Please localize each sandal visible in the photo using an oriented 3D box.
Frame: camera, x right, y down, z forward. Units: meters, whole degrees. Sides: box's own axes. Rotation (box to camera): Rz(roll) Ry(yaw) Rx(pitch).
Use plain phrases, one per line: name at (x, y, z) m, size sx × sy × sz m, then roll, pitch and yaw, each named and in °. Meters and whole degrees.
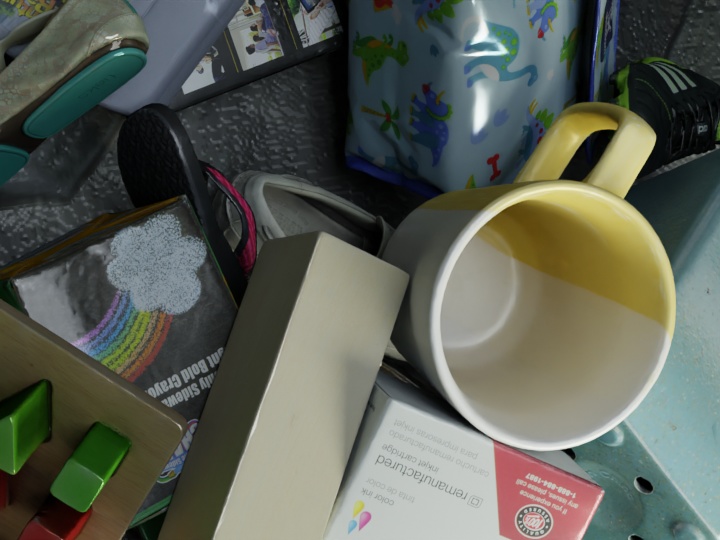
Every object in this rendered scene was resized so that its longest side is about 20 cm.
sandal at (-0.089, -0.021, 1.599) m, size 0.045 × 0.075 × 0.201 m, roll -39°, pitch 127°, yaw -25°

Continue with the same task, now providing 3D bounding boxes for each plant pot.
plant pot at (0.189, 0.076, 1.652) m, size 0.197 × 0.195 × 0.200 m, roll 51°, pitch 51°, yaw -13°

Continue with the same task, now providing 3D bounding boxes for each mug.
mug at (0.097, 0.007, 1.554) m, size 0.186 × 0.153 × 0.150 m, roll -29°, pitch 106°, yaw -15°

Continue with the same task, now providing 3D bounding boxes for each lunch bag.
lunch bag at (0.094, -0.148, 1.666) m, size 0.199 × 0.127 × 0.171 m, roll -24°, pitch 128°, yaw -42°

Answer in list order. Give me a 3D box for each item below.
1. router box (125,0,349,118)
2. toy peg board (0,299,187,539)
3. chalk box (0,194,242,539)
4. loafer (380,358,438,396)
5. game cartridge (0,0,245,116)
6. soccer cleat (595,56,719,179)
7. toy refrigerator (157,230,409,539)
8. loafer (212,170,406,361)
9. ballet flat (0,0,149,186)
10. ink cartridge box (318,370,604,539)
router box at (-0.104, -0.207, 1.637) m, size 0.149 × 0.051 × 0.201 m, roll -23°, pitch 97°, yaw -25°
toy peg board at (-0.232, 0.120, 1.448) m, size 0.199 × 0.098 × 0.200 m, roll 32°, pitch 102°, yaw 0°
chalk box at (-0.132, 0.075, 1.563) m, size 0.124 × 0.124 × 0.201 m, roll -27°, pitch 98°, yaw -26°
loafer at (0.052, 0.120, 1.676) m, size 0.200 × 0.072 × 0.073 m, roll 43°, pitch 70°, yaw -16°
game cartridge at (-0.171, -0.184, 1.569) m, size 0.200 × 0.041 × 0.133 m, roll 37°, pitch 101°, yaw -3°
soccer cleat at (0.197, -0.098, 1.704) m, size 0.081 × 0.200 × 0.068 m, roll 11°, pitch 106°, yaw 9°
toy refrigerator at (-0.042, 0.085, 1.497) m, size 0.070 × 0.076 × 0.201 m, roll 25°, pitch 74°, yaw -24°
loafer at (0.000, 0.000, 1.660) m, size 0.199 × 0.070 × 0.070 m, roll 27°, pitch 68°, yaw -22°
ballet flat at (-0.206, -0.093, 1.548) m, size 0.200 × 0.067 × 0.063 m, roll -36°, pitch 69°, yaw 11°
ink cartridge box at (0.026, 0.177, 1.532) m, size 0.145 × 0.083 × 0.201 m, roll 23°, pitch 96°, yaw -18°
